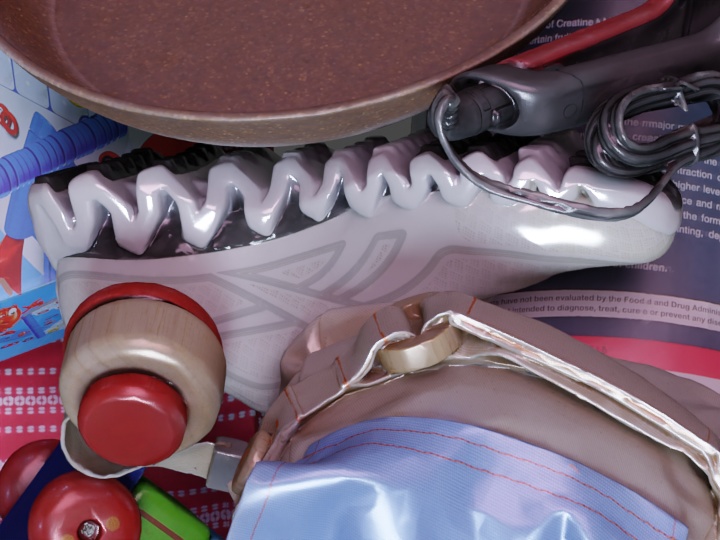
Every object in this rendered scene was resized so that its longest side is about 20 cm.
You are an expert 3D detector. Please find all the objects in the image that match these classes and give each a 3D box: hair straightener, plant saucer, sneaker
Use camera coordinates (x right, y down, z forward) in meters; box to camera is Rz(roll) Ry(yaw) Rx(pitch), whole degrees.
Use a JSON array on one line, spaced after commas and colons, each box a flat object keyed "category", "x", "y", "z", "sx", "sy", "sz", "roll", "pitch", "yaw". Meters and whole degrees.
[{"category": "hair straightener", "x": 0.099, "y": -0.057, "z": 0.850, "sx": 0.200, "sy": 0.041, "sz": 0.077, "roll": -17, "pitch": 41, "yaw": -40}, {"category": "plant saucer", "x": -0.022, "y": -0.097, "z": 0.915, "sx": 0.200, "sy": 0.037, "sz": 0.201, "roll": -4, "pitch": 41, "yaw": 3}, {"category": "sneaker", "x": 0.000, "y": 0.000, "z": 0.885, "sx": 0.199, "sy": 0.075, "sz": 0.081, "roll": -4, "pitch": 96, "yaw": 22}]

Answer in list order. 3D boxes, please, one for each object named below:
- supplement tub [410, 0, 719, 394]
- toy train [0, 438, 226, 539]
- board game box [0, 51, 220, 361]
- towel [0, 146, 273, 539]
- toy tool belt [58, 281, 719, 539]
[{"category": "supplement tub", "x": 0.083, "y": -0.020, "z": 0.965, "sx": 0.140, "sy": 0.140, "sz": 0.201, "roll": 6, "pitch": 71, "yaw": -3}, {"category": "toy train", "x": -0.101, "y": 0.156, "z": 0.924, "sx": 0.116, "sy": 0.085, "sz": 0.200, "roll": 37, "pitch": 85, "yaw": -14}, {"category": "board game box", "x": -0.160, "y": -0.063, "z": 0.981, "sx": 0.195, "sy": 0.056, "sz": 0.201, "roll": -21, "pitch": 73, "yaw": -5}, {"category": "towel", "x": -0.099, "y": 0.009, "z": 1.001, "sx": 0.144, "sy": 0.022, "sz": 0.201, "roll": 0, "pitch": 71, "yaw": -4}, {"category": "toy tool belt", "x": 0.008, "y": 0.073, "z": 0.821, "sx": 0.199, "sy": 0.125, "sz": 0.123, "roll": 13, "pitch": 40, "yaw": -4}]
